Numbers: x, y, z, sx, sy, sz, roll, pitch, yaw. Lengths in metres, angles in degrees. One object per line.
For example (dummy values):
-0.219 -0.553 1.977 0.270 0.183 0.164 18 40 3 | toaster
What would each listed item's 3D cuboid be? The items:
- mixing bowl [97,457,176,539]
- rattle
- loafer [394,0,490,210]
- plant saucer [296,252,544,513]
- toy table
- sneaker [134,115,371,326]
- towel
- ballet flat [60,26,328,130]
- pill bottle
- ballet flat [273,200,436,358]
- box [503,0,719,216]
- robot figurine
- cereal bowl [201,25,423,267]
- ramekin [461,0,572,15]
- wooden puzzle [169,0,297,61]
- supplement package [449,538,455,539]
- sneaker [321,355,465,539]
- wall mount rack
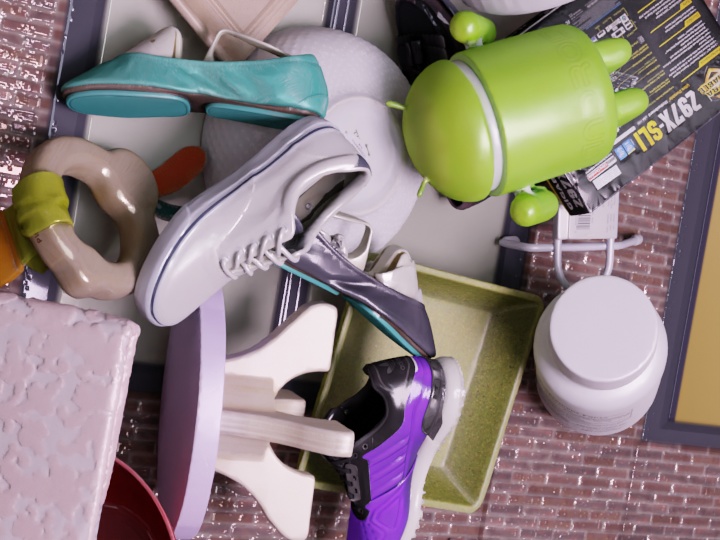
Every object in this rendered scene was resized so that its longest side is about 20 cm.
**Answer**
-0.211 0.223 1.250 0.108 0.199 0.201 25 80 -77 | mixing bowl
-0.209 -0.028 1.282 0.130 0.143 0.200 43 27 0 | rattle
0.073 -0.143 1.436 0.063 0.072 0.201 -40 120 -28 | loafer
0.043 0.094 1.455 0.199 0.048 0.201 14 96 -34 | plant saucer
-0.085 0.109 1.314 0.116 0.184 0.201 6 105 -19 | toy table
-0.077 -0.030 1.232 0.200 0.071 0.073 -45 143 -9 | sneaker
-0.261 0.108 1.193 0.032 0.199 0.192 -5 106 -75 | towel
-0.122 -0.147 1.284 0.199 0.067 0.071 5 78 -5 | ballet flat
0.206 0.071 1.472 0.114 0.200 0.115 -2 75 6 | pill bottle
0.000 0.000 1.332 0.200 0.073 0.073 34 78 -28 | ballet flat
0.218 -0.168 1.463 0.200 0.049 0.160 -37 101 -15 | box
0.122 -0.124 1.348 0.199 0.116 0.176 -18 89 -15 | robot figurine
-0.023 -0.095 1.372 0.199 0.083 0.201 -6 101 -34 | cereal bowl
0.147 -0.295 1.395 0.200 0.200 0.098 -41 125 -22 | ramekin
-0.101 -0.285 1.324 0.185 0.037 0.200 49 65 -28 | wooden puzzle
0.141 0.348 1.528 0.200 0.114 0.110 45 71 -29 | supplement package
0.005 0.150 1.366 0.099 0.070 0.201 6 116 -26 | sneaker
0.209 -0.081 1.542 0.173 0.074 0.201 -2 98 -30 | wall mount rack
